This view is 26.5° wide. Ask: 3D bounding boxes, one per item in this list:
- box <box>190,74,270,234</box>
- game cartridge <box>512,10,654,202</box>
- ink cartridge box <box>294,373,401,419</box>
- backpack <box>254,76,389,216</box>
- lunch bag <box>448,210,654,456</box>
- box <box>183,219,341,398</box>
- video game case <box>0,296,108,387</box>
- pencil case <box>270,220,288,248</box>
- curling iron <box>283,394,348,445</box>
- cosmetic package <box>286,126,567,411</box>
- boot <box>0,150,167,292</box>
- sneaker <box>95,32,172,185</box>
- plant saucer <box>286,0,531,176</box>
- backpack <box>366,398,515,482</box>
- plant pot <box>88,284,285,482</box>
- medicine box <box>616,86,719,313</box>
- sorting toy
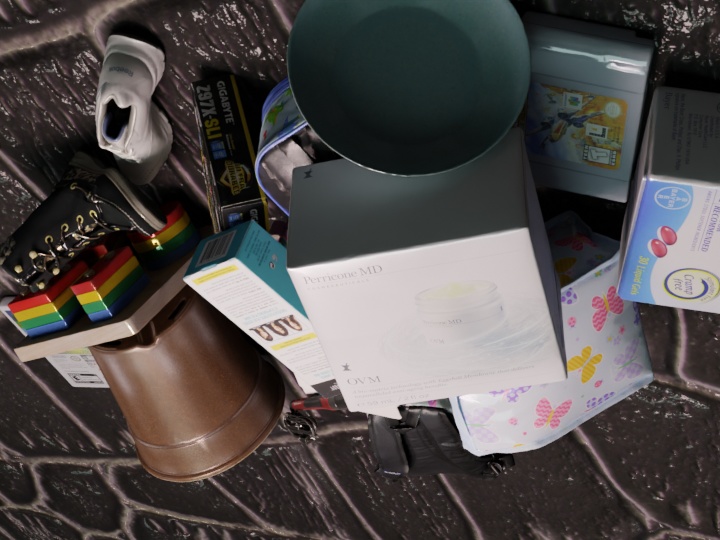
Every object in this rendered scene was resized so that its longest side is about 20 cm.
[{"bbox_3d":[-0.123,-0.066,1.512,0.049,0.160,0.201,-10,145,-7],"label":"box"},{"bbox_3d":[0.183,-0.140,1.352,0.132,0.042,0.201,9,145,10],"label":"game cartridge"},{"bbox_3d":[-0.012,0.079,1.593,0.116,0.068,0.200,12,153,15],"label":"ink cartridge box"},{"bbox_3d":[0.008,-0.106,1.381,0.182,0.148,0.200,-26,132,32],"label":"backpack"},{"bbox_3d":[0.163,0.065,1.472,0.127,0.199,0.170,38,154,54],"label":"lunch bag"},{"bbox_3d":[-0.065,0.040,1.439,0.082,0.049,0.200,-18,129,44],"label":"box"},{"bbox_3d":[-0.344,0.094,1.986,0.199,0.022,0.183,-1,141,31],"label":"video game case"},{"bbox_3d":[0.000,0.000,1.609,0.199,0.088,0.088,13,146,14],"label":"pencil case"},{"bbox_3d":[-0.020,0.145,1.614,0.200,0.026,0.050,-25,95,52],"label":"curling iron"},{"bbox_3d":[0.060,0.004,1.297,0.198,0.123,0.201,-10,136,12],"label":"cosmetic package"},{"bbox_3d":[-0.292,-0.035,1.587,0.074,0.154,0.203,46,171,-34],"label":"boot"},{"bbox_3d":[-0.236,-0.146,1.524,0.074,0.088,0.200,13,147,8],"label":"sneaker"},{"bbox_3d":[0.039,-0.166,1.256,0.200,0.202,0.039,18,164,4],"label":"plant saucer"},{"bbox_3d":[0.078,0.159,1.748,0.166,0.127,0.200,-9,149,17],"label":"backpack"},{"bbox_3d":[-0.218,0.107,1.799,0.199,0.201,0.199,-2,133,31],"label":"plant pot"},{"bbox_3d":[0.334,-0.051,1.319,0.199,0.103,0.183,9,146,6],"label":"medicine box"},{"bbox_3d":[-0.270,0.001,1.671,0.199,0.199,0.070,-14,114,41],"label":"sorting toy"}]
